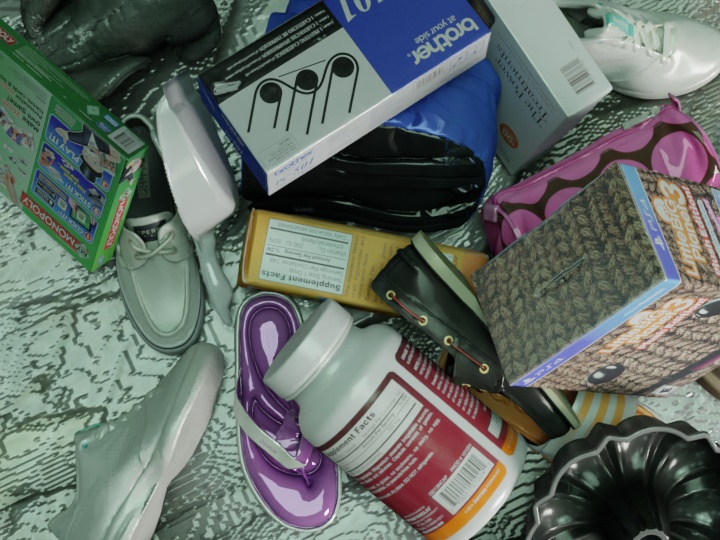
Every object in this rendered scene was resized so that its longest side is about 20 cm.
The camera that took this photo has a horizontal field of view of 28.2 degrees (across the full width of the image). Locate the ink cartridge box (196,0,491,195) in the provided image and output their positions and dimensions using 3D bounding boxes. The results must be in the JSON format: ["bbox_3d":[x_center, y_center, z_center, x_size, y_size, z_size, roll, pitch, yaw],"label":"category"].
[{"bbox_3d":[-0.011,-0.150,1.052,0.199,0.044,0.094,-34,75,-12],"label":"ink cartridge box"}]

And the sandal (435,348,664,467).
[{"bbox_3d":[0.157,0.117,1.179,0.205,0.059,0.080,23,82,1],"label":"sandal"}]

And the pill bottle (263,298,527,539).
[{"bbox_3d":[0.026,0.117,1.134,0.200,0.113,0.113,40,83,-7],"label":"pill bottle"}]

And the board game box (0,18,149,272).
[{"bbox_3d":[-0.265,-0.109,1.152,0.200,0.135,0.029,40,46,12],"label":"board game box"}]

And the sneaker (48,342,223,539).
[{"bbox_3d":[-0.185,0.139,1.157,0.088,0.075,0.201,26,83,14],"label":"sneaker"}]

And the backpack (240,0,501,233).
[{"bbox_3d":[0.015,-0.130,1.157,0.198,0.163,0.169,13,66,2],"label":"backpack"}]

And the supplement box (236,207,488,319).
[{"bbox_3d":[0.000,0.000,1.177,0.198,0.067,0.069,13,84,-7],"label":"supplement box"}]

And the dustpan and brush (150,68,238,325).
[{"bbox_3d":[-0.129,-0.054,1.159,0.057,0.140,0.201,-24,101,7],"label":"dustpan and brush"}]

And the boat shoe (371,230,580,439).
[{"bbox_3d":[0.092,0.061,1.122,0.063,0.074,0.201,-44,100,7],"label":"boat shoe"}]

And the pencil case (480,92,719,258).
[{"bbox_3d":[0.196,-0.063,1.192,0.199,0.091,0.094,-29,119,-7],"label":"pencil case"}]

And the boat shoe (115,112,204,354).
[{"bbox_3d":[-0.171,-0.032,1.186,0.071,0.066,0.202,-5,82,-3],"label":"boat shoe"}]

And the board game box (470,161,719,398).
[{"bbox_3d":[0.216,0.015,1.091,0.199,0.159,0.098,8,54,-41],"label":"board game box"}]

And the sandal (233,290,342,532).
[{"bbox_3d":[-0.068,0.116,1.176,0.082,0.050,0.205,-14,81,-4],"label":"sandal"}]

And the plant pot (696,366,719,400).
[{"bbox_3d":[0.357,0.019,1.183,0.199,0.093,0.203,0,83,-2],"label":"plant pot"}]

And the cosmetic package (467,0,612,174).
[{"bbox_3d":[0.108,-0.193,1.171,0.051,0.151,0.201,-32,84,-15],"label":"cosmetic package"}]

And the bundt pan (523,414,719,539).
[{"bbox_3d":[0.221,0.202,1.138,0.200,0.076,0.204,-1,108,-3],"label":"bundt pan"}]

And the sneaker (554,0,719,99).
[{"bbox_3d":[0.217,-0.196,1.209,0.198,0.089,0.076,6,81,-1],"label":"sneaker"}]

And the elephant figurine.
[{"bbox_3d":[-0.218,-0.189,1.160,0.199,0.156,0.141,-37,58,-17],"label":"elephant figurine"}]
